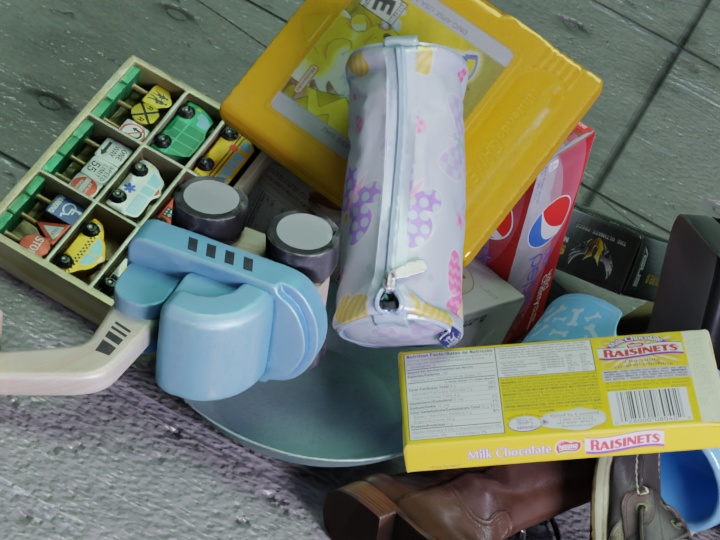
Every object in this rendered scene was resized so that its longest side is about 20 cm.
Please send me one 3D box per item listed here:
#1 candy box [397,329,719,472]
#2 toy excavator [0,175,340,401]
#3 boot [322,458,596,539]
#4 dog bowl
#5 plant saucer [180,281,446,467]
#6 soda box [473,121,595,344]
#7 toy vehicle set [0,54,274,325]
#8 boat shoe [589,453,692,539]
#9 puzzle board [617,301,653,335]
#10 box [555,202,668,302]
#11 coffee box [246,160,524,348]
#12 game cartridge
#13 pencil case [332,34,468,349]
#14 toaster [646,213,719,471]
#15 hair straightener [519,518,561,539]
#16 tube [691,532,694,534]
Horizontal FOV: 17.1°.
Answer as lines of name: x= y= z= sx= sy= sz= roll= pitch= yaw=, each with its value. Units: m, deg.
candy box: x=0.124 y=0.080 z=1.494 sx=0.199 sy=0.026 sz=0.102 roll=-4 pitch=31 yaw=2
toy excavator: x=-0.127 y=0.033 z=1.466 sx=0.194 sy=0.100 sz=0.200 roll=19 pitch=39 yaw=11
boot: x=0.105 y=0.159 z=1.488 sx=0.200 sy=0.064 sz=0.186 roll=-18 pitch=47 yaw=-42
dog bowl: x=0.180 y=0.097 z=1.576 sx=0.200 sy=0.112 sz=0.050 roll=32 pitch=48 yaw=29
plant saucer: x=-0.035 y=0.074 z=1.554 sx=0.200 sy=0.039 sz=0.201 roll=10 pitch=33 yaw=-6
soda box: x=0.105 y=-0.033 z=1.722 sx=0.070 sy=0.200 sz=0.063 roll=39 pitch=51 yaw=24
toy vehicle set: x=-0.155 y=-0.052 z=1.622 sx=0.124 sy=0.027 sz=0.200 roll=29 pitch=50 yaw=7
boat shoe: x=0.176 y=0.177 z=1.469 sx=0.066 sy=0.072 sz=0.201 roll=-5 pitch=52 yaw=22
puzzle board: x=0.259 y=0.046 z=1.848 sx=0.150 sy=0.017 sz=0.200 roll=-4 pitch=11 yaw=30
box: x=0.155 y=-0.030 z=1.851 sx=0.200 sy=0.048 sz=0.158 roll=24 pitch=5 yaw=28
coffee box: x=0.000 y=0.000 z=1.705 sx=0.200 sy=0.080 sz=0.114 roll=40 pitch=29 yaw=25
game cartridge: x=0.034 y=-0.116 z=1.624 sx=0.200 sy=0.176 sz=0.032 roll=35 pitch=-12 yaw=13
pencil case: x=0.026 y=-0.048 z=1.543 sx=0.083 sy=0.201 sz=0.091 roll=-5 pitch=-19 yaw=22
toaster: x=0.298 y=0.060 z=1.644 sx=0.180 sy=0.201 sz=0.119 roll=3 pitch=25 yaw=-12
hair straightener: x=0.115 y=0.127 z=1.621 sx=0.077 sy=0.041 sz=0.200 roll=22 pitch=26 yaw=-10
tube: x=0.180 y=0.117 z=1.694 sx=0.058 sy=0.052 sz=0.200 roll=30 pitch=19 yaw=-35
